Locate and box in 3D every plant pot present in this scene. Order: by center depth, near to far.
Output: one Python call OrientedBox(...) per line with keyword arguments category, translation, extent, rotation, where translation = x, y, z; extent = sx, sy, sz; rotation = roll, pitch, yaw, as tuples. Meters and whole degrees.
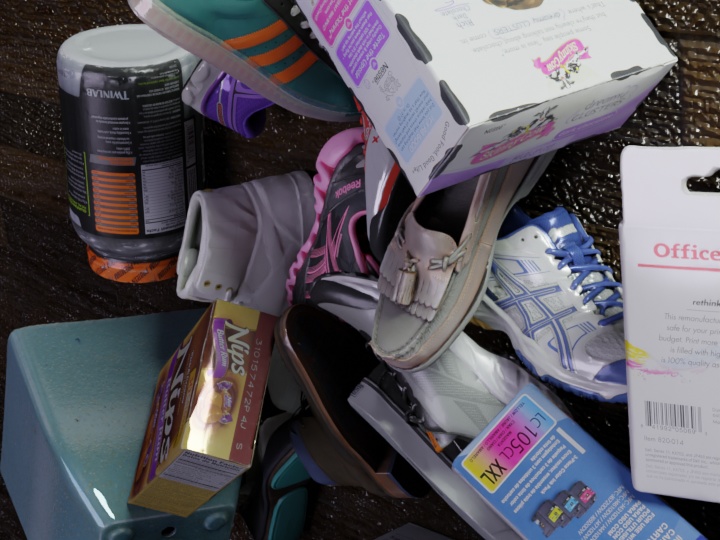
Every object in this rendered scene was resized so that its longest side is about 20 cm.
OrientedBox(category="plant pot", translation=(-0.198, 0.179, 1.299), extent=(0.200, 0.195, 0.197), rotation=(-117, 31, -42))

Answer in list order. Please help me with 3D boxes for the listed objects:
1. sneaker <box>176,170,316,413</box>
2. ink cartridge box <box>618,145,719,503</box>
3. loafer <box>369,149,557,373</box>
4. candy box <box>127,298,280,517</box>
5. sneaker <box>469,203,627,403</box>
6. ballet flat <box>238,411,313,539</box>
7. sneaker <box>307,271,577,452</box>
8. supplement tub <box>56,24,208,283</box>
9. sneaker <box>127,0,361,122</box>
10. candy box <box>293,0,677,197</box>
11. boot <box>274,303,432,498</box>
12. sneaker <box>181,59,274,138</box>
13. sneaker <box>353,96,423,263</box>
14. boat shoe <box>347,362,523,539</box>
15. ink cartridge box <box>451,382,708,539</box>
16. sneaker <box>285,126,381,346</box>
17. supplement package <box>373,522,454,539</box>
OrientedBox(category="sneaker", translation=(-0.094, 0.025, 1.180), extent=(0.074, 0.115, 0.201), rotation=(27, 122, 60))
OrientedBox(category="ink cartridge box", translation=(0.205, 0.023, 0.797), extent=(0.116, 0.067, 0.201), rotation=(4, 111, 28))
OrientedBox(category="loafer", translation=(0.054, -0.034, 0.919), extent=(0.072, 0.063, 0.201), rotation=(29, 90, 40))
OrientedBox(category="candy box", translation=(-0.122, 0.110, 1.128), extent=(0.200, 0.056, 0.117), rotation=(137, 148, -61))
OrientedBox(category="sneaker", translation=(0.124, 0.010, 0.928), extent=(0.200, 0.075, 0.089), rotation=(31, 124, 39))
OrientedBox(category="ballet flat", translation=(-0.067, 0.167, 1.272), extent=(0.073, 0.073, 0.201), rotation=(51, 143, 26))
OrientedBox(category="sneaker", translation=(0.045, 0.068, 0.988), extent=(0.200, 0.080, 0.074), rotation=(35, 175, 7))
OrientedBox(category="supplement tub", translation=(-0.192, -0.099, 1.266), extent=(0.122, 0.122, 0.201), rotation=(30, 128, 43))
OrientedBox(category="sneaker", translation=(-0.056, -0.170, 1.012), extent=(0.080, 0.199, 0.072), rotation=(-47, 33, 32))
OrientedBox(category="candy box", translation=(0.058, -0.159, 0.853), extent=(0.201, 0.167, 0.072), rotation=(59, 144, 17))
OrientedBox(category="boot", translation=(-0.031, 0.106, 1.110), extent=(0.096, 0.075, 0.200), rotation=(-9, 130, 36))
OrientedBox(category="sneaker", translation=(-0.057, -0.176, 1.106), extent=(0.083, 0.081, 0.200), rotation=(35, 136, -6))
OrientedBox(category="sneaker", translation=(0.023, -0.112, 0.989), extent=(0.108, 0.067, 0.203), rotation=(27, 110, 46))
OrientedBox(category="boat shoe", translation=(0.082, 0.138, 1.045), extent=(0.200, 0.064, 0.071), rotation=(45, 173, -2))
OrientedBox(category="ink cartridge box", translation=(0.164, 0.172, 0.890), extent=(0.200, 0.076, 0.136), rotation=(44, -179, 33))
OrientedBox(category="sneaker", translation=(0.000, 0.000, 1.074), extent=(0.096, 0.079, 0.201), rotation=(-124, 33, -46))
OrientedBox(category="supplement package", translation=(0.018, 0.309, 1.105), extent=(0.150, 0.199, 0.153), rotation=(10, 114, 52))
